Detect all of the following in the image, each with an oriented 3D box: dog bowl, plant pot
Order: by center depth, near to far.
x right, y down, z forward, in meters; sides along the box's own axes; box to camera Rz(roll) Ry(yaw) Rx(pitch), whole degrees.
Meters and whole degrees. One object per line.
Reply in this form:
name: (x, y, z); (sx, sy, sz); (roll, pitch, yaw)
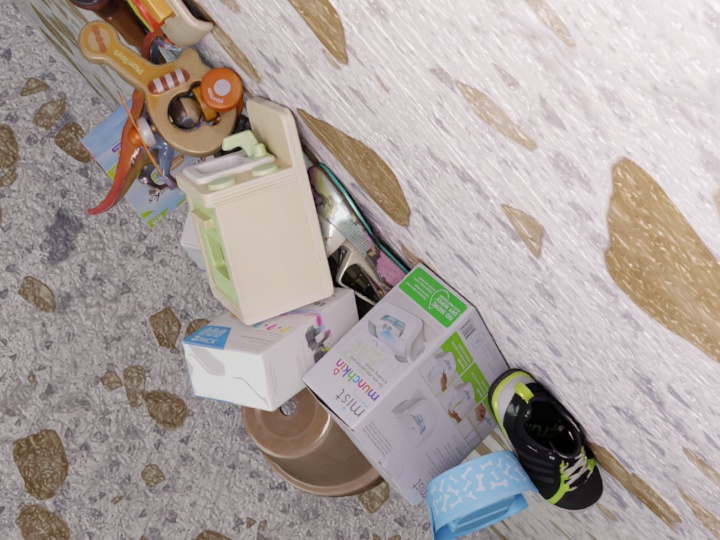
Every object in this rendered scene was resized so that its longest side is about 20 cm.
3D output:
dog bowl: (0.120, 0.235, 1.357); (0.200, 0.111, 0.050); (85, 164, -71)
plant pot: (-0.052, 0.161, 1.491); (0.200, 0.200, 0.174); (45, -173, 18)

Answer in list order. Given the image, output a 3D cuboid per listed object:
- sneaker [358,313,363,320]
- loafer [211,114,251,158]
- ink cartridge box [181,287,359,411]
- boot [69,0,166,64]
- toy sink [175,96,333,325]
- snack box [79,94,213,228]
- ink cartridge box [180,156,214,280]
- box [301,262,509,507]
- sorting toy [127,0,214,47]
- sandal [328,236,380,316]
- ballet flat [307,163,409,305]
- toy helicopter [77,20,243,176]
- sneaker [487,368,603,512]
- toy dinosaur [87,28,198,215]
sneaker: (0.027, 0.045, 1.553); (0.200, 0.078, 0.090); (49, 180, 1)
loafer: (-0.120, -0.111, 1.567); (0.200, 0.073, 0.071); (52, 169, -32)
ink cartridge box: (-0.079, 0.067, 1.386); (0.114, 0.200, 0.068); (6, 117, 36)
boot: (-0.306, -0.313, 1.611); (0.188, 0.068, 0.200); (40, 170, 45)
toy sink: (-0.119, -0.064, 1.366); (0.130, 0.111, 0.202); (-147, 42, -63)
snack box: (-0.257, -0.162, 1.722); (0.068, 0.168, 0.200); (47, 174, 18)
ink cartridge box: (-0.157, -0.063, 1.709); (0.085, 0.149, 0.200); (9, 164, 12)
box: (0.061, 0.126, 1.375); (0.097, 0.176, 0.200); (41, 171, 38)
sorting toy: (-0.238, -0.309, 1.348); (0.200, 0.036, 0.185); (49, 173, -12)
sandal: (0.000, 0.000, 1.476); (0.200, 0.082, 0.055); (43, 174, -20)
ballet flat: (-0.007, -0.020, 1.405); (0.200, 0.071, 0.069); (50, 173, -17)
toy helicopter: (-0.229, -0.195, 1.427); (0.199, 0.133, 0.079); (36, 173, -1)
sneaker: (0.195, 0.184, 1.320); (0.200, 0.072, 0.083); (51, 170, -27)
toy dinosaur: (-0.238, -0.181, 1.496); (0.105, 0.199, 0.183); (0, 111, 62)
